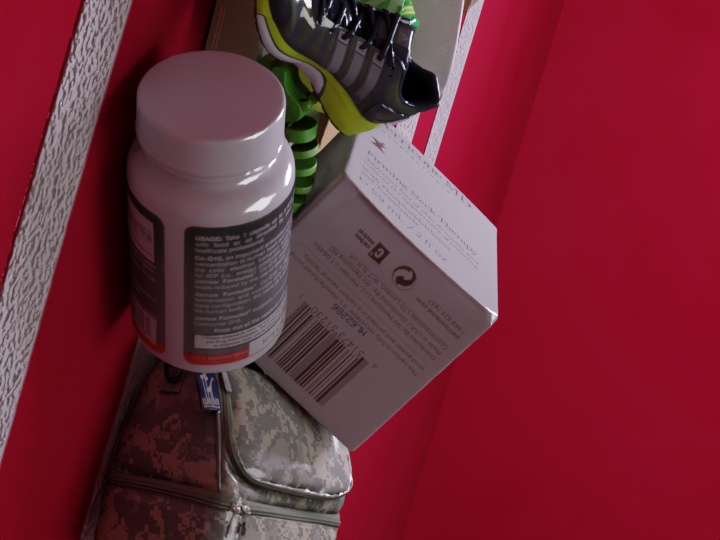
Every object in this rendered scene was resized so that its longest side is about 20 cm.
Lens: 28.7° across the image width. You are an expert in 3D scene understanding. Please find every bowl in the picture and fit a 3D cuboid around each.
[{"bbox_3d":[0.023,-0.235,1.208,0.200,0.074,0.203,168,-68,-72],"label":"bowl"}]

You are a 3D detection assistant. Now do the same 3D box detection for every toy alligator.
[{"bbox_3d":[-0.053,-0.109,1.010,0.059,0.054,0.202,-52,156,-56],"label":"toy alligator"}]

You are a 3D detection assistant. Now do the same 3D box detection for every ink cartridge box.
[{"bbox_3d":[-0.065,-0.175,1.092,0.200,0.047,0.148,-28,134,-75],"label":"ink cartridge box"}]

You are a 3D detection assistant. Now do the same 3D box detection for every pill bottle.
[{"bbox_3d":[-0.101,-0.038,0.950,0.114,0.112,0.202,-61,164,-45],"label":"pill bottle"}]

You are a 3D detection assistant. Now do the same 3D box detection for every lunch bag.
[{"bbox_3d":[-0.101,0.158,1.109,0.199,0.138,0.170,24,73,-55],"label":"lunch bag"}]

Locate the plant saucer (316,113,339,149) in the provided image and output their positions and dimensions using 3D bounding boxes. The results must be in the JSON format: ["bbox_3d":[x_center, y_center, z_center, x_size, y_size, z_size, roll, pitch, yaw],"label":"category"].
[{"bbox_3d":[-0.034,-0.112,1.372,0.200,0.035,0.203,17,90,-80],"label":"plant saucer"}]

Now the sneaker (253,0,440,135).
[{"bbox_3d":[-0.008,-0.164,0.960,0.200,0.080,0.075,41,49,-55],"label":"sneaker"}]

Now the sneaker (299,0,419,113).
[{"bbox_3d":[0.010,-0.215,1.069,0.074,0.082,0.203,-36,141,-69],"label":"sneaker"}]

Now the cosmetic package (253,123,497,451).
[{"bbox_3d":[0.000,0.000,1.150,0.166,0.167,0.200,-44,-168,19],"label":"cosmetic package"}]

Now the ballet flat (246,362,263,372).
[{"bbox_3d":[-0.109,0.090,1.243,0.072,0.071,0.202,90,19,-57],"label":"ballet flat"}]

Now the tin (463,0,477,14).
[{"bbox_3d":[0.069,-0.299,1.406,0.042,0.111,0.200,-67,172,28],"label":"tin"}]
